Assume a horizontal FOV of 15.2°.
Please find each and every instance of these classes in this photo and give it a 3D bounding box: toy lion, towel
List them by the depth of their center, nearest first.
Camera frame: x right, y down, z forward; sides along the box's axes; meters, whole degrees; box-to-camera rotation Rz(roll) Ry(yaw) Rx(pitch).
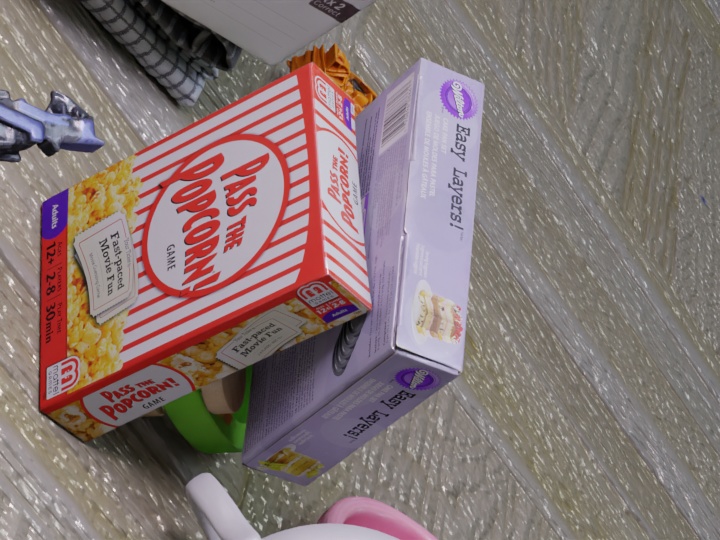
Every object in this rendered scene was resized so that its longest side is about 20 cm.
[{"bbox_3d":[-0.077,0.023,1.674,0.192,0.068,0.201,56,34,-59],"label":"toy lion"},{"bbox_3d":[-0.130,-0.236,1.795,0.166,0.085,0.201,45,31,-36],"label":"towel"}]

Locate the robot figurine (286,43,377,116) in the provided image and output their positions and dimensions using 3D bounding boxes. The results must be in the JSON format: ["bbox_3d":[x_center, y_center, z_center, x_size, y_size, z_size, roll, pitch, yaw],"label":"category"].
[{"bbox_3d":[0.013,-0.062,1.957,0.200,0.058,0.146,48,31,-33],"label":"robot figurine"}]

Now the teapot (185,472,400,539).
[{"bbox_3d":[-0.024,0.233,1.508,0.146,0.196,0.202,144,-39,-79],"label":"teapot"}]

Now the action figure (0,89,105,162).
[{"bbox_3d":[-0.242,-0.091,1.418,0.199,0.105,0.195,12,58,-30],"label":"action figure"}]

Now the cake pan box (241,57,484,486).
[{"bbox_3d":[0.000,0.000,1.546,0.052,0.184,0.201,21,55,-24],"label":"cake pan box"}]

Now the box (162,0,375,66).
[{"bbox_3d":[-0.083,-0.271,1.690,0.198,0.130,0.201,27,46,-40],"label":"box"}]

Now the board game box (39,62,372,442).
[{"bbox_3d":[-0.091,-0.010,1.525,0.046,0.199,0.152,40,34,-43],"label":"board game box"}]

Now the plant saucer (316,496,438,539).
[{"bbox_3d":[0.035,0.234,1.687,0.200,0.051,0.201,41,19,-18],"label":"plant saucer"}]
